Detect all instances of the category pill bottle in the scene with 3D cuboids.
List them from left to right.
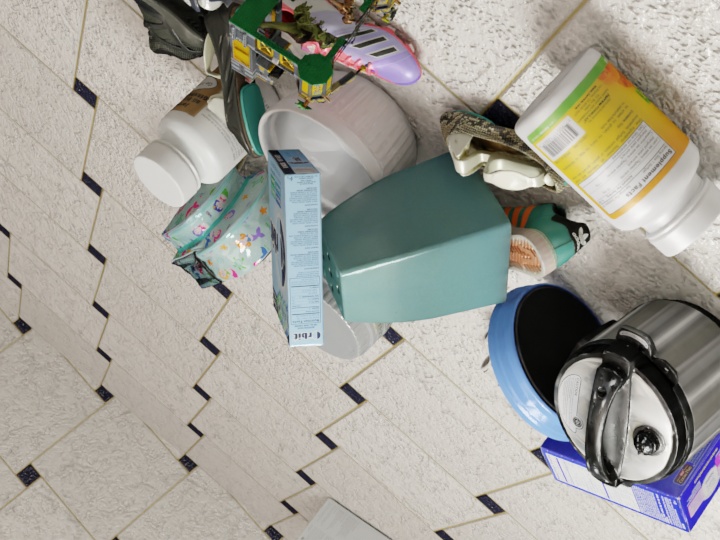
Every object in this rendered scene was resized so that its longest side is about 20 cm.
[{"bbox_3d":[-0.210,-0.184,1.547,0.114,0.200,0.115,32,153,19],"label":"pill bottle"},{"bbox_3d":[0.258,-0.111,1.113,0.200,0.111,0.111,43,155,-4],"label":"pill bottle"}]

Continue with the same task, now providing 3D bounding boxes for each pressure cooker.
[{"bbox_3d":[0.319,0.140,1.284,0.176,0.200,0.178,59,142,2],"label":"pressure cooker"}]

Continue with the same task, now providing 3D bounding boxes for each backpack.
[{"bbox_3d":[-0.194,-0.071,1.738,0.151,0.178,0.200,47,151,-24],"label":"backpack"}]

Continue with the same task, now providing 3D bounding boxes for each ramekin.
[{"bbox_3d":[-0.021,-0.157,1.439,0.200,0.105,0.201,33,153,19],"label":"ramekin"}]

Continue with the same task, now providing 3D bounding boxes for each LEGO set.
[{"bbox_3d":[-0.052,-0.260,1.229,0.153,0.201,0.116,24,161,4],"label":"LEGO set"}]

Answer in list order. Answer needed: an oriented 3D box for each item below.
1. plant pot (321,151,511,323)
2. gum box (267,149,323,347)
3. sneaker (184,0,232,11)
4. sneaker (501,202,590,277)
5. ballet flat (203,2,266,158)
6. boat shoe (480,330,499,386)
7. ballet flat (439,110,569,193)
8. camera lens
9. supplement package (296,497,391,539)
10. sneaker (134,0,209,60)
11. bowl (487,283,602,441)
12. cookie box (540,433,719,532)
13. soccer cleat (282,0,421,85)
[{"bbox_3d":[0.057,-0.025,1.347,0.142,0.199,0.142,85,163,-49],"label":"plant pot"},{"bbox_3d":[-0.077,-0.031,1.348,0.170,0.044,0.201,-128,36,-72],"label":"gum box"},{"bbox_3d":[-0.190,-0.376,1.356,0.130,0.080,0.199,46,155,-14],"label":"sneaker"},{"bbox_3d":[0.202,-0.044,1.354,0.200,0.080,0.072,37,149,66],"label":"sneaker"},{"bbox_3d":[-0.165,-0.245,1.474,0.068,0.068,0.201,-1,102,25],"label":"ballet flat"},{"bbox_3d":[0.203,0.107,1.594,0.070,0.071,0.200,32,160,12],"label":"boat shoe"},{"bbox_3d":[0.152,-0.129,1.274,0.199,0.075,0.068,21,149,36],"label":"ballet flat"},{"bbox_3d":[0.000,0.000,1.547,0.160,0.200,0.160,32,153,18],"label":"camera lens"},{"bbox_3d":[-0.036,0.689,2.755,0.199,0.152,0.151,30,153,22],"label":"supplement package"},{"bbox_3d":[-0.278,-0.355,1.515,0.199,0.076,0.114,40,149,-11],"label":"sneaker"},{"bbox_3d":[0.242,0.108,1.396,0.201,0.201,0.039,46,135,-11],"label":"bowl"},{"bbox_3d":[0.357,0.212,1.423,0.199,0.171,0.075,16,142,43],"label":"cookie box"},{"bbox_3d":[-0.022,-0.262,1.306,0.200,0.077,0.067,36,154,12],"label":"soccer cleat"}]
